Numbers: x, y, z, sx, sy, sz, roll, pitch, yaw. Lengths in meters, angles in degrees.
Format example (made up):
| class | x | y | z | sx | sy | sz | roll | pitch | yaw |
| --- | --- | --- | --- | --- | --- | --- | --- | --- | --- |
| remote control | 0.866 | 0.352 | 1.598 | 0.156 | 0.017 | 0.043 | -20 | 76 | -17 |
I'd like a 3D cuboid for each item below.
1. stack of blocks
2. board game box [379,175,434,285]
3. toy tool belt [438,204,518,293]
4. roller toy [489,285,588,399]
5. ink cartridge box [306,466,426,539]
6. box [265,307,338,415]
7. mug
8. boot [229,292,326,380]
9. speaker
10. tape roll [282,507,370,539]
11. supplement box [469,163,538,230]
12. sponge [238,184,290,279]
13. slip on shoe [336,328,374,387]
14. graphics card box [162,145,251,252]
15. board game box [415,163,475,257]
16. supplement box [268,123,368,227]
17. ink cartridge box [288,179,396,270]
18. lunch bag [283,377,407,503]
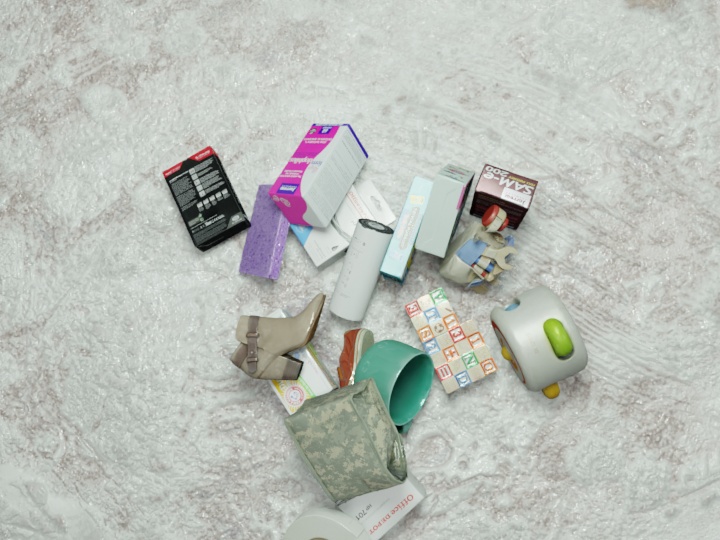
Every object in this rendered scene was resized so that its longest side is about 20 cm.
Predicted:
| class | x | y | z | sx | sy | sz | roll | pitch | yaw |
| --- | --- | --- | --- | --- | --- | --- | --- | --- | --- |
| stack of blocks | 0.185 | 0.138 | 1.458 | 0.115 | 0.059 | 0.200 | -27 | 81 | 2 |
| board game box | 0.099 | -0.076 | 1.445 | 0.047 | 0.151 | 0.200 | 20 | 86 | 7 |
| toy tool belt | 0.255 | -0.035 | 1.415 | 0.123 | 0.200 | 0.125 | 33 | 43 | -10 |
| roller toy | 0.340 | 0.137 | 1.383 | 0.140 | 0.200 | 0.183 | -27 | 46 | 2 |
| ink cartridge box | 0.013 | 0.421 | 1.430 | 0.146 | 0.086 | 0.200 | -43 | 80 | 0 |
| box | -0.144 | 0.189 | 1.459 | 0.101 | 0.112 | 0.200 | -34 | 82 | 0 |
| mug | 0.053 | 0.230 | 1.415 | 0.114 | 0.152 | 0.185 | 21 | 95 | 35 |
| boot | -0.165 | 0.118 | 1.379 | 0.146 | 0.070 | 0.200 | 19 | 82 | 7 |
| speaker | 0.000 | 0.000 | 1.449 | 0.081 | 0.081 | 0.200 | 21 | 108 | 8 |
| tape roll | -0.062 | 0.568 | 1.401 | 0.202 | 0.037 | 0.203 | 6 | 104 | 24 |
| supplement box | 0.280 | -0.142 | 1.410 | 0.109 | 0.200 | 0.061 | 20 | 85 | 7 |
| sponge | -0.197 | -0.084 | 1.508 | 0.111 | 0.030 | 0.200 | 7 | 83 | 46 |
| slip on shoe | -0.018 | 0.217 | 1.471 | 0.061 | 0.074 | 0.200 | 6 | 86 | 33 |
| graphics card box | -0.333 | -0.155 | 1.537 | 0.125 | 0.051 | 0.200 | -29 | 71 | 1 |
| board game box | 0.168 | -0.124 | 1.399 | 0.064 | 0.200 | 0.148 | 19 | 108 | 7 |
| supplement box | -0.084 | -0.197 | 1.456 | 0.101 | 0.103 | 0.200 | 8 | 60 | 36 |
| ink cartridge box | -0.036 | -0.105 | 1.505 | 0.200 | 0.067 | 0.116 | -34 | 80 | 1 |
| lunch bag | -0.017 | 0.324 | 1.321 | 0.164 | 0.118 | 0.200 | -24 | 93 | 27 |
